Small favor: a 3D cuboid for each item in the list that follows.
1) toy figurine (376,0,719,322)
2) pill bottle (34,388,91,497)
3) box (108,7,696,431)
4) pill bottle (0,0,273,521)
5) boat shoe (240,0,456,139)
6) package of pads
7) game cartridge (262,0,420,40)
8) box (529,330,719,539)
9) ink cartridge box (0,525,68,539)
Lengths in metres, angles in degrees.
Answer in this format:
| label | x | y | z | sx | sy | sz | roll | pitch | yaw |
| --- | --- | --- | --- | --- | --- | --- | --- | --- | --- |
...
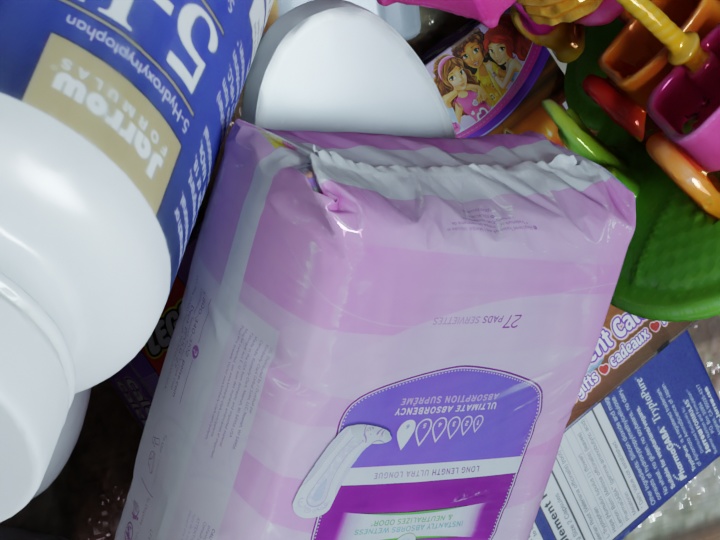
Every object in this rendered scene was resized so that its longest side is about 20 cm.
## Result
| label | x | y | z | sx | sy | sz | roll | pitch | yaw |
| --- | --- | --- | --- | --- | --- | --- | --- | --- | --- |
| toy figurine | 0.064 | -0.107 | 0.897 | 0.150 | 0.200 | 0.184 | -46 | 120 | 8 |
| pill bottle | -0.185 | 0.019 | 0.851 | 0.199 | 0.111 | 0.112 | 12 | 94 | -35 |
| box | 0.014 | 0.016 | 1.003 | 0.200 | 0.039 | 0.137 | -38 | 99 | -21 |
| pill bottle | -0.101 | -0.034 | 0.787 | 0.120 | 0.119 | 0.201 | 46 | 43 | -32 |
| boat shoe | 0.000 | 0.000 | 0.907 | 0.072 | 0.066 | 0.201 | -29 | 122 | -14 |
| package of pads | -0.004 | 0.054 | 0.835 | 0.120 | 0.076 | 0.201 | 1 | 117 | -36 |
| game cartridge | -0.081 | -0.124 | 0.906 | 0.199 | 0.042 | 0.134 | -12 | 112 | -15 |
| box | 0.046 | 0.075 | 1.066 | 0.200 | 0.032 | 0.122 | -38 | 118 | -22 |
| ink cartridge box | -0.125 | 0.193 | 0.927 | 0.068 | 0.116 | 0.201 | 13 | 93 | -35 |
